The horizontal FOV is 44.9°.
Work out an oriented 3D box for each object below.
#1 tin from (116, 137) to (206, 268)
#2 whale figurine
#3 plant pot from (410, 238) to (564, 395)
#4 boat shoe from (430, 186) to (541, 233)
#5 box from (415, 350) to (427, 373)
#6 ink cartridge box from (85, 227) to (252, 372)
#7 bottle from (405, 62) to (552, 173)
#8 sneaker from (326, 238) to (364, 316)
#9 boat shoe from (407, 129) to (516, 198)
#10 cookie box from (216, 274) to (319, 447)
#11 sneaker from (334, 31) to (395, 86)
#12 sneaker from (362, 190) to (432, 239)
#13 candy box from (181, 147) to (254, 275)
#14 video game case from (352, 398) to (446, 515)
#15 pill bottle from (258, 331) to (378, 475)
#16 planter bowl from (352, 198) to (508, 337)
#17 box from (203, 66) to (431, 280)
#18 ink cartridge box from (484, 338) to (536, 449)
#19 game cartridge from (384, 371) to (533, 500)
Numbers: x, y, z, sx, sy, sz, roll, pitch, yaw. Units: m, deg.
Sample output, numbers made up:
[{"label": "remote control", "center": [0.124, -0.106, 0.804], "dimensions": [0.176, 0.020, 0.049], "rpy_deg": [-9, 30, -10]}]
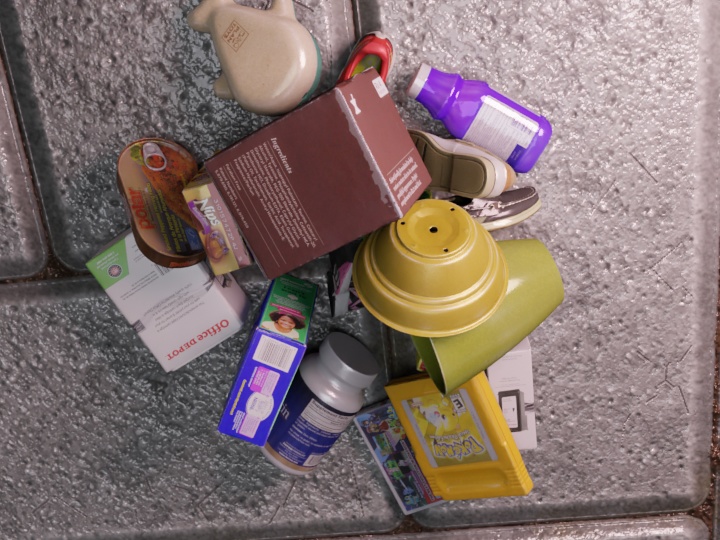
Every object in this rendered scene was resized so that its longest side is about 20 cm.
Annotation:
[{"label": "tin", "center": [-0.264, -0.092, 1.178], "dimensions": [0.110, 0.202, 0.042], "rpy_deg": [-7, 150, -31]}, {"label": "whale figurine", "center": [-0.136, -0.292, 1.147], "dimensions": [0.200, 0.104, 0.160], "rpy_deg": [42, 105, 13]}, {"label": "plant pot", "center": [0.162, 0.038, 1.163], "dimensions": [0.197, 0.187, 0.190], "rpy_deg": [-24, 109, -5]}, {"label": "boat shoe", "center": [0.155, -0.087, 1.190], "dimensions": [0.198, 0.072, 0.067], "rpy_deg": [-17, 109, -11]}, {"label": "box", "center": [0.145, 0.060, 1.278], "dimensions": [0.074, 0.050, 0.203], "rpy_deg": [18, 111, -5]}, {"label": "ink cartridge box", "center": [-0.274, 0.022, 1.267], "dimensions": [0.144, 0.084, 0.201], "rpy_deg": [-30, 106, 13]}, {"label": "bottle", "center": [0.156, -0.209, 1.167], "dimensions": [0.198, 0.066, 0.084], "rpy_deg": [27, 115, -7]}, {"label": "sneaker", "center": [0.000, 0.000, 1.216], "dimensions": [0.085, 0.200, 0.082], "rpy_deg": [-8, 73, -8]}, {"label": "boat shoe", "center": [0.119, -0.137, 1.153], "dimensions": [0.068, 0.199, 0.076], "rpy_deg": [-3, 114, -38]}, {"label": "cookie box", "center": [-0.128, 0.119, 1.235], "dimensions": [0.074, 0.201, 0.173], "rpy_deg": [21, 112, -7]}, {"label": "sneaker", "center": [-0.015, -0.221, 1.160], "dimensions": [0.076, 0.085, 0.202], "rpy_deg": [20, 113, -5]}, {"label": "sneaker", "center": [0.013, -0.061, 1.226], "dimensions": [0.197, 0.074, 0.085], "rpy_deg": [-24, 104, 11]}, {"label": "candy box", "center": [-0.171, -0.088, 1.158], "dimensions": [0.056, 0.200, 0.118], "rpy_deg": [-16, 109, 8]}, {"label": "video game case", "center": [0.109, 0.278, 1.370], "dimensions": [0.180, 0.023, 0.202], "rpy_deg": [-22, 109, 17]}, {"label": "pill bottle", "center": [-0.064, 0.198, 1.307], "dimensions": [0.115, 0.116, 0.201], "rpy_deg": [33, 108, -10]}, {"label": "planter bowl", "center": [0.087, -0.025, 1.061], "dimensions": [0.197, 0.203, 0.084], "rpy_deg": [2, 140, 2]}, {"label": "box", "center": [-0.048, -0.119, 1.062], "dimensions": [0.198, 0.166, 0.166], "rpy_deg": [-24, 101, 24]}, {"label": "ink cartridge box", "center": [0.218, 0.183, 1.286], "dimensions": [0.067, 0.116, 0.203], "rpy_deg": [-5, 112, 5]}, {"label": "game cartridge", "center": [0.140, 0.240, 1.269], "dimensions": [0.175, 0.032, 0.203], "rpy_deg": [-19, 98, 43]}]
